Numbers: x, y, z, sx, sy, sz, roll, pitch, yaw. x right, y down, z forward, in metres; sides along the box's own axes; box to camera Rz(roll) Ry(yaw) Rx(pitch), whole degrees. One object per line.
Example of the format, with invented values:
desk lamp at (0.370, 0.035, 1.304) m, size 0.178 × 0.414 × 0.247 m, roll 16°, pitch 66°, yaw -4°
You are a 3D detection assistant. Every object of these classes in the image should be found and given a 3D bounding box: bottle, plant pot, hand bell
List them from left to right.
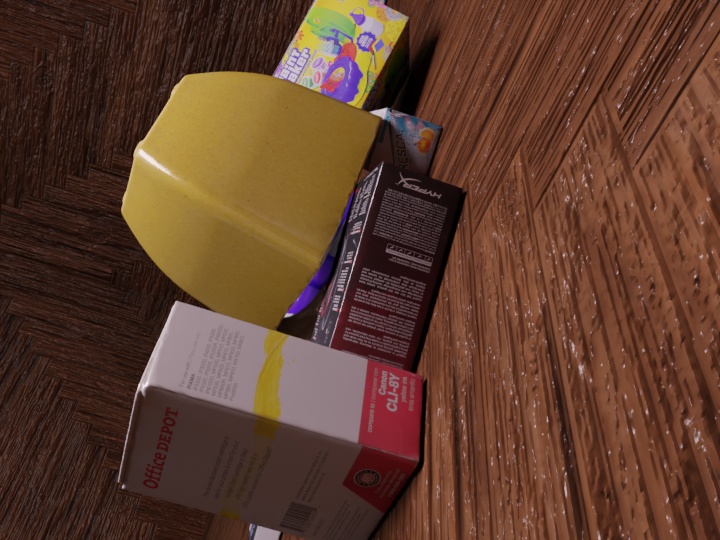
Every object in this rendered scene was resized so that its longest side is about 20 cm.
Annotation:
plant pot at (-0.125, -0.082, 0.832) m, size 0.196 × 0.198 × 0.196 m, roll -51°, pitch 14°, yaw 55°
bottle at (-0.038, -0.004, 1.005) m, size 0.084 × 0.065 × 0.201 m, roll 114°, pitch -178°, yaw -61°
hand bell at (0.000, 0.000, 0.875) m, size 0.201 × 0.103 × 0.104 m, roll -60°, pitch 11°, yaw 11°

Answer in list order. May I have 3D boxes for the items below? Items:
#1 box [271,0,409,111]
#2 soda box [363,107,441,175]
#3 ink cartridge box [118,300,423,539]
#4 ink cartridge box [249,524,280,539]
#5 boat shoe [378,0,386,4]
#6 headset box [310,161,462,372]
box at (-0.032, -0.236, 1.087) m, size 0.202 × 0.121 × 0.193 m, roll -62°, pitch -7°, yaw -4°
soda box at (0.035, -0.140, 0.925) m, size 0.200 × 0.063 × 0.069 m, roll -125°, pitch 53°, yaw -79°
ink cartridge box at (-0.069, 0.122, 0.622) m, size 0.084 × 0.198 × 0.146 m, roll -81°, pitch 12°, yaw -46°
ink cartridge box at (-0.109, 0.280, 1.130) m, size 0.099 × 0.039 × 0.202 m, roll 180°, pitch 107°, yaw -82°
boat shoe at (0.018, -0.651, 1.988) m, size 0.200 × 0.072 × 0.073 m, roll -121°, pitch 49°, yaw -78°
headset box at (0.011, 0.021, 0.721) m, size 0.149 × 0.074 × 0.202 m, roll 165°, pitch 122°, yaw -81°
